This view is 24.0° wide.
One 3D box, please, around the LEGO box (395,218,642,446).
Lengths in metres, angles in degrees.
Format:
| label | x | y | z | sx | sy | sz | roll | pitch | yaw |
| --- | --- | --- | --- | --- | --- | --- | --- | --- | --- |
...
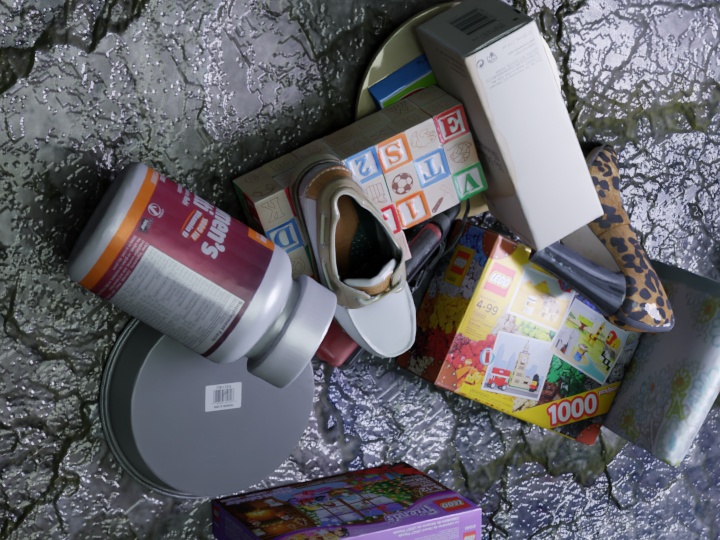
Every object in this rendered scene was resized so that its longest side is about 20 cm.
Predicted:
| label | x | y | z | sx | sy | sz | roll | pitch | yaw |
| --- | --- | --- | --- | --- | --- | --- | --- | --- | --- |
| LEGO box | 0.154 | 0.059 | 1.579 | 0.200 | 0.077 | 0.149 | 23 | 91 | -32 |

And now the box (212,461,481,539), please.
| label | x | y | z | sx | sy | sz | roll | pitch | yaw |
| --- | --- | --- | --- | --- | --- | --- | --- | --- | --- |
| box | -0.013 | 0.222 | 1.492 | 0.200 | 0.137 | 0.039 | -8 | 106 | -28 |

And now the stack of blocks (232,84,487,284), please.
| label | x | y | z | sx | sy | sz | roll | pitch | yaw |
| --- | --- | --- | --- | --- | --- | --- | --- | --- | --- |
| stack of blocks | 0.005 | -0.062 | 1.452 | 0.200 | 0.059 | 0.115 | -27 | 121 | -12 |

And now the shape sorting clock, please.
| label | x | y | z | sx | sy | sz | roll | pitch | yaw |
| --- | --- | --- | --- | --- | --- | --- | --- | --- | --- |
| shape sorting clock | 0.088 | -0.143 | 1.513 | 0.200 | 0.039 | 0.200 | -10 | 116 | -21 |

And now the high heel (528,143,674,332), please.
| label | x | y | z | sx | sy | sz | roll | pitch | yaw |
| --- | --- | --- | --- | --- | --- | --- | --- | --- | --- |
| high heel | 0.242 | -0.029 | 1.555 | 0.143 | 0.071 | 0.200 | 34 | 45 | -2 |

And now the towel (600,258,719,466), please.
| label | x | y | z | sx | sy | sz | roll | pitch | yaw |
| --- | --- | --- | --- | --- | --- | --- | --- | --- | --- |
| towel | 0.287 | 0.082 | 1.592 | 0.048 | 0.200 | 0.171 | 23 | 92 | -18 |

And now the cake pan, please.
| label | x | y | z | sx | sy | sz | roll | pitch | yaw |
| --- | --- | --- | --- | --- | --- | --- | --- | --- | --- |
| cake pan | -0.124 | 0.107 | 1.459 | 0.200 | 0.037 | 0.200 | -7 | 105 | -27 |

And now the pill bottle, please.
| label | x | y | z | sx | sy | sz | roll | pitch | yaw |
| --- | --- | --- | --- | --- | --- | --- | --- | --- | --- |
| pill bottle | -0.126 | 0.007 | 1.361 | 0.200 | 0.110 | 0.110 | 31 | 86 | -14 |

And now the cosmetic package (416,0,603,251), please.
| label | x | y | z | sx | sy | sz | roll | pitch | yaw |
| --- | --- | --- | --- | --- | --- | --- | --- | --- | --- |
| cosmetic package | 0.129 | -0.129 | 1.455 | 0.073 | 0.104 | 0.200 | -29 | 120 | -9 |

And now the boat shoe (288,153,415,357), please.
| label | x | y | z | sx | sy | sz | roll | pitch | yaw |
| --- | --- | --- | --- | --- | --- | --- | --- | --- | --- |
| boat shoe | 0.000 | 0.000 | 1.401 | 0.075 | 0.068 | 0.200 | -33 | 122 | -8 |

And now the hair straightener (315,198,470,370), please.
| label | x | y | z | sx | sy | sz | roll | pitch | yaw |
| --- | --- | --- | --- | --- | --- | --- | --- | --- | --- |
| hair straightener | 0.033 | 0.005 | 1.516 | 0.200 | 0.041 | 0.077 | -54 | 165 | -2 |
